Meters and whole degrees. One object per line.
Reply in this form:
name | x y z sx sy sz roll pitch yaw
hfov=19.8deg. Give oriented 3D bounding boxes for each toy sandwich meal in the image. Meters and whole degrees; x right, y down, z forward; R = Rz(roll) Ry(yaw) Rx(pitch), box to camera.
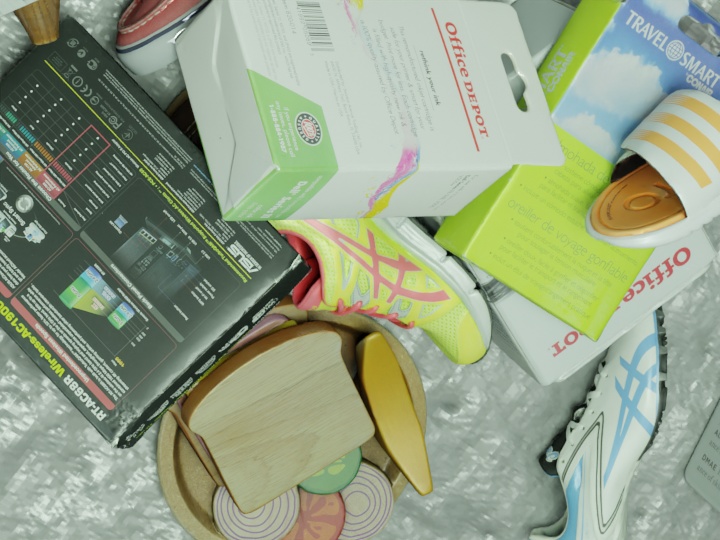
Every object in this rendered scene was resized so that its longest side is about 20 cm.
toy sandwich meal | -0.038 0.109 1.317 0.205 0.070 0.205 -8 113 -19

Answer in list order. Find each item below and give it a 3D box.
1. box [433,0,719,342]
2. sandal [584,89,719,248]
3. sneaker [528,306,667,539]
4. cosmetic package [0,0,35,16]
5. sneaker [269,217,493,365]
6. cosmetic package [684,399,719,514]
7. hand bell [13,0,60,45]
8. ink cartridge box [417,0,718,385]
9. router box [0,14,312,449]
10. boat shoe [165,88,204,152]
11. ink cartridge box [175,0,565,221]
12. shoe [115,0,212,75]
box | 0.146 -0.071 1.234 0.122 0.048 0.200 31 93 -31
sandal | 0.205 -0.085 1.191 0.207 0.079 0.059 -34 120 -22
sneaker | 0.165 0.110 1.404 0.072 0.072 0.200 14 99 2
cosmetic package | -0.215 -0.170 1.072 0.200 0.051 0.083 -17 120 36
sneaker | 0.000 0.000 1.267 0.200 0.078 0.090 45 79 -24
cosmetic package | 0.363 0.111 1.426 0.165 0.165 0.200 18 104 -27
hand bell | -0.192 -0.217 1.099 0.104 0.104 0.200 -20 114 -14
ink cartridge box | 0.114 -0.051 1.305 0.145 0.084 0.200 -36 119 -7
router box | -0.147 -0.020 1.165 0.150 0.062 0.200 -43 82 -1
boat shoe | -0.107 -0.041 1.230 0.070 0.070 0.200 39 92 -30
ink cartridge box | 0.008 -0.093 1.159 0.200 0.117 0.067 -2 156 -34
shoe | -0.083 -0.208 1.174 0.200 0.071 0.091 -44 119 -7
